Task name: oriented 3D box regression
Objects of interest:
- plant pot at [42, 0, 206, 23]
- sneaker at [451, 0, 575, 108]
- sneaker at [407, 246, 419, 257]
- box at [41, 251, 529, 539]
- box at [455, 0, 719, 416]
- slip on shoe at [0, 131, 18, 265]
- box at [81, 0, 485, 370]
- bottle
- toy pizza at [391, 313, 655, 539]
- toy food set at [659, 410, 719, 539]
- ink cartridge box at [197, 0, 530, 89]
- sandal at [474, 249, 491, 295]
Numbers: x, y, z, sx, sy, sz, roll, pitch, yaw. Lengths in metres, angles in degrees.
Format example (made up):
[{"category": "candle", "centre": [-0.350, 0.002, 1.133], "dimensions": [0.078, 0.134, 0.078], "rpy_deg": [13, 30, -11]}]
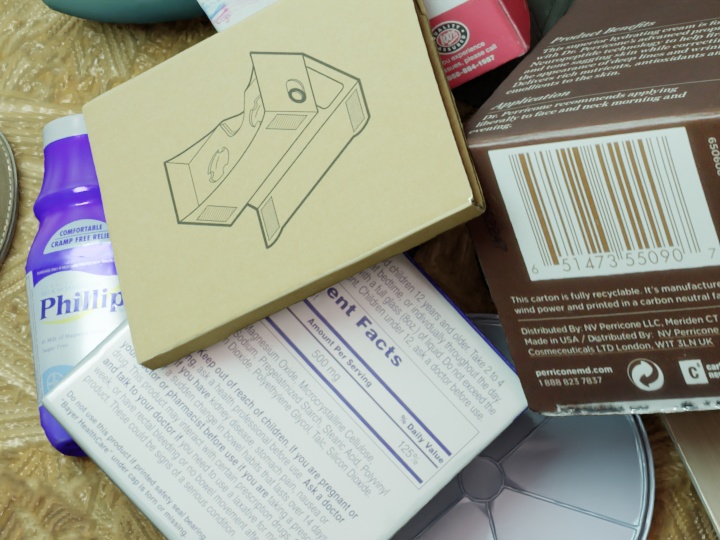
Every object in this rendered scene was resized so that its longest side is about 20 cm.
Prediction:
[{"category": "plant pot", "centre": [-0.130, -0.238, 1.312], "dimensions": [0.161, 0.201, 0.201], "rpy_deg": [-17, 74, 5]}, {"category": "sneaker", "centre": [0.106, -0.170, 1.315], "dimensions": [0.091, 0.076, 0.200], "rpy_deg": [10, 48, 13]}, {"category": "sneaker", "centre": [0.000, 0.000, 1.304], "dimensions": [0.200, 0.073, 0.082], "rpy_deg": [-41, 86, 0]}, {"category": "box", "centre": [-0.041, 0.070, 1.207], "dimensions": [0.200, 0.105, 0.184], "rpy_deg": [-43, 91, -6]}, {"category": "box", "centre": [0.174, -0.046, 1.156], "dimensions": [0.166, 0.164, 0.200], "rpy_deg": [-5, 27, 34]}, {"category": "slip on shoe", "centre": [-0.262, -0.005, 1.317], "dimensions": [0.076, 0.061, 0.200], "rpy_deg": [19, 76, 8]}, {"category": "box", "centre": [-0.045, -0.060, 1.131], "dimensions": [0.200, 0.021, 0.164], "rpy_deg": [-26, 62, 20]}, {"category": "bottle", "centre": [-0.156, 0.007, 1.305], "dimensions": [0.084, 0.065, 0.200], "rpy_deg": [-8, 74, 2]}, {"category": "toy pizza", "centre": [0.070, 0.124, 1.277], "dimensions": [0.200, 0.032, 0.200], "rpy_deg": [-1, 75, 2]}, {"category": "toy food set", "centre": [0.235, 0.072, 1.276], "dimensions": [0.143, 0.060, 0.200], "rpy_deg": [-22, 77, -13]}, {"category": "ink cartridge box", "centre": [-0.017, -0.182, 1.184], "dimensions": [0.148, 0.086, 0.200], "rpy_deg": [-23, 117, 18]}, {"category": "sandal", "centre": [0.097, -0.059, 1.297], "dimensions": [0.075, 0.048, 0.200], "rpy_deg": [-12, 60, 14]}]
